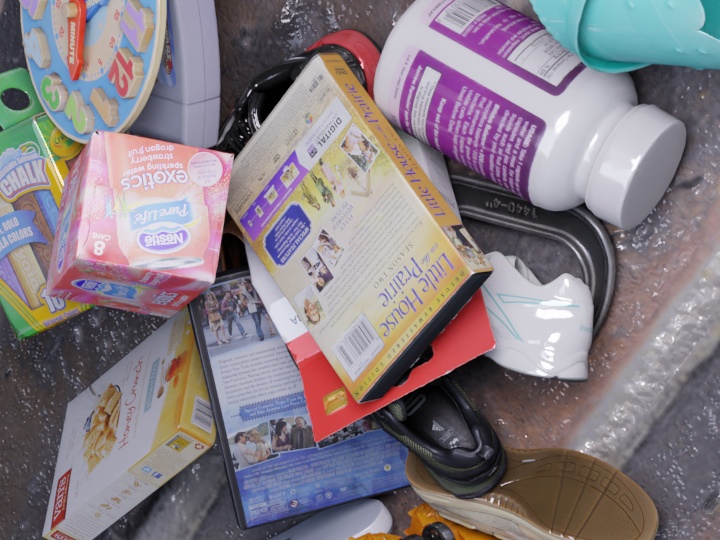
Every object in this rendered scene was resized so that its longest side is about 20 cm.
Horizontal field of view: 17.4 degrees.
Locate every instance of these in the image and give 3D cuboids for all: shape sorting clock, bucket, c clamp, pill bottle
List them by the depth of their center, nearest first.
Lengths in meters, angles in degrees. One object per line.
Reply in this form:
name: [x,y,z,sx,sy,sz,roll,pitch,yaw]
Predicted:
bucket: [0.200,-0.217,1.459,0.135,0.207,0.207,3,108,43]
pill bottle: [0.117,-0.109,1.607,0.200,0.112,0.112,31,122,23]
c clamp: [0.100,0.015,1.723,0.200,0.027,0.171,10,108,34]
shape sorting clock: [-0.201,-0.193,1.729,0.200,0.039,0.200,10,104,49]

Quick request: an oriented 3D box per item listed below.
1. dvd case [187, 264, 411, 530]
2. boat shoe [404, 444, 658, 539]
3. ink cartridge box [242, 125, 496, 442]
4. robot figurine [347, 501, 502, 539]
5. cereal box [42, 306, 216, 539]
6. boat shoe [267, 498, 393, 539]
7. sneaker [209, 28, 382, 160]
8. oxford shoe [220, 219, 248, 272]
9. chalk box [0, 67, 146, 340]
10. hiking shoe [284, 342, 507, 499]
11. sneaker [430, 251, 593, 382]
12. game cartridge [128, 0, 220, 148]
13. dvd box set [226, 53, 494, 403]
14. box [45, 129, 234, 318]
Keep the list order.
dvd case: [-0.046,0.087,1.792,0.018,0.142,0.200,-137,35,-75]
boat shoe: [0.130,0.173,1.737,0.200,0.072,0.065,12,150,26]
ink cartridge box: [0.000,0.000,1.683,0.161,0.050,0.200,-30,50,22]
robot figurine: [0.090,0.248,1.745,0.200,0.145,0.058,35,128,32]
cereal box: [-0.179,0.123,1.886,0.040,0.144,0.200,31,132,-25]
boat shoe: [-0.038,0.243,1.877,0.200,0.070,0.066,-29,106,35]
sneaker: [-0.068,-0.105,1.748,0.200,0.098,0.071,-37,86,39]
oxford shoe: [-0.072,0.050,1.825,0.071,0.071,0.200,-8,103,35]
chalk box: [-0.237,-0.068,1.863,0.124,0.124,0.200,-20,96,38]
hiking shoe: [0.026,0.079,1.707,0.200,0.076,0.101,36,163,14]
sneaker: [0.083,0.024,1.687,0.200,0.070,0.080,13,93,32]
game cartridge: [-0.154,-0.192,1.750,0.133,0.041,0.200,24,124,57]
dvd box set: [-0.008,-0.030,1.631,0.200,0.029,0.146,55,127,22]
box: [-0.162,-0.031,1.687,0.200,0.102,0.095,150,129,-74]
